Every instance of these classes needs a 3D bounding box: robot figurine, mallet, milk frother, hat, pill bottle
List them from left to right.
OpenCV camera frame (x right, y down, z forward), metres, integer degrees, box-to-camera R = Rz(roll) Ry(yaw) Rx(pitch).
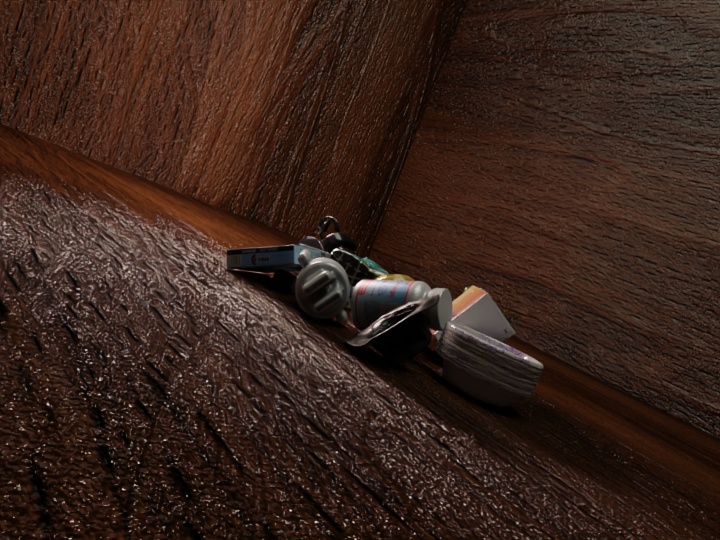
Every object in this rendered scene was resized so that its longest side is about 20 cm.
[{"bbox_3d":[-0.123,0.038,1.380,0.065,0.042,0.198,25,5,39],"label":"mallet"},{"bbox_3d":[-0.132,-0.083,1.875,0.200,0.182,0.187,42,11,27],"label":"milk frother"},{"bbox_3d":[-0.077,0.035,1.185,0.172,0.111,0.200,61,-1,-7],"label":"robot figurine"},{"bbox_3d":[0.069,0.119,1.031,0.201,0.197,0.082,-86,151,-86],"label":"hat"},{"bbox_3d":[0.085,0.076,1.185,0.196,0.112,0.108,1,-8,30],"label":"pill bottle"}]

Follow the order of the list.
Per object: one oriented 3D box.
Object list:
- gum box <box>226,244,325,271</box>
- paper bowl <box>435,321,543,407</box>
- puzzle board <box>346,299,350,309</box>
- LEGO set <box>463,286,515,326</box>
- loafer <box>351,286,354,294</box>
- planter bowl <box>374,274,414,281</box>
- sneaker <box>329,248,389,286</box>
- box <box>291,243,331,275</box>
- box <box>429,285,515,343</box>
[{"bbox_3d":[-0.193,-0.024,1.352,0.165,0.046,0.200,-4,-4,16],"label":"gum box"},{"bbox_3d":[0.234,0.182,1.084,0.196,0.107,0.201,22,4,-1],"label":"paper bowl"},{"bbox_3d":[-0.079,0.064,1.551,0.148,0.018,0.199,21,5,-31],"label":"puzzle board"},{"bbox_3d":[0.299,0.151,1.450,0.154,0.201,0.115,45,-9,-35],"label":"LEGO set"},{"bbox_3d":[0.007,0.052,1.558,0.068,0.071,0.201,0,29,-5],"label":"loafer"},{"bbox_3d":[0.081,0.060,1.405,0.195,0.086,0.201,-2,-13,0],"label":"planter bowl"},{"bbox_3d":[0.000,0.000,1.475,0.197,0.078,0.080,28,25,-26],"label":"sneaker"},{"bbox_3d":[-0.101,-0.006,1.540,0.093,0.080,0.200,18,-2,16],"label":"box"},{"bbox_3d":[0.243,0.129,1.303,0.107,0.151,0.200,53,3,-1],"label":"box"}]
